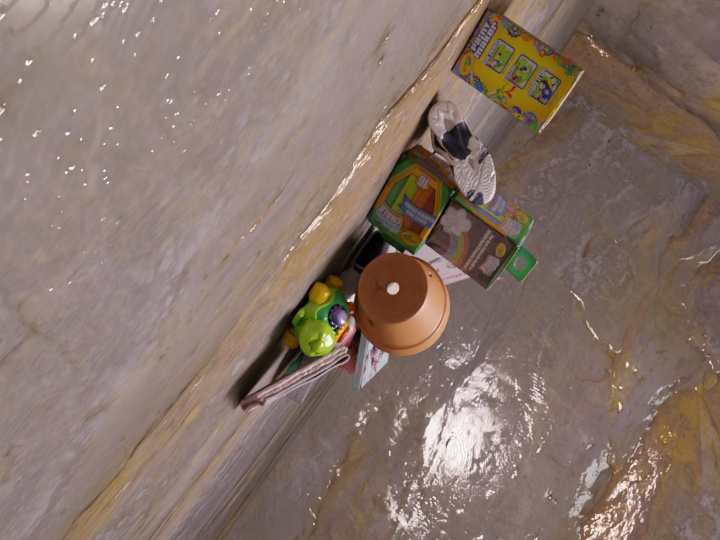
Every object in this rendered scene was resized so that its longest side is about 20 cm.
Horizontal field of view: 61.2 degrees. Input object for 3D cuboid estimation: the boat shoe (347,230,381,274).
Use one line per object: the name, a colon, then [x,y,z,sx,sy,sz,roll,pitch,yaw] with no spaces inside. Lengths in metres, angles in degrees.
boat shoe: [0.000,0.000,1.352,0.203,0.072,0.065,-66,165,-2]

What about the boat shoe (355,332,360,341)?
boat shoe: [-0.048,0.164,1.532,0.198,0.077,0.073,-20,165,42]

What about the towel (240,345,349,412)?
towel: [-0.129,0.212,1.175,0.197,0.033,0.191,-26,176,-25]

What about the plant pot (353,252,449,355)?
plant pot: [0.074,0.054,1.189,0.202,0.198,0.140,-53,161,-7]

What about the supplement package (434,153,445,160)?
supplement package: [0.213,-0.174,1.513,0.112,0.154,0.201,-60,176,-33]

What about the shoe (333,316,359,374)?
shoe: [-0.022,0.172,1.377,0.201,0.090,0.072,121,-7,-55]

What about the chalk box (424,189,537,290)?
chalk box: [0.250,-0.062,1.181,0.124,0.199,0.125,-45,169,-49]

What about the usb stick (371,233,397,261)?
usb stick: [0.055,-0.035,1.315,0.055,0.032,0.204,25,84,-42]

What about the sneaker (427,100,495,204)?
sneaker: [0.188,-0.223,1.147,0.079,0.200,0.130,-35,-172,13]

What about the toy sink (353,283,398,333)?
toy sink: [0.031,0.050,1.494,0.200,0.110,0.133,-36,149,-60]

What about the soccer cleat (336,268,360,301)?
soccer cleat: [-0.058,0.092,1.293,0.202,0.069,0.087,-57,-167,21]

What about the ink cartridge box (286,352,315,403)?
ink cartridge box: [-0.103,0.183,1.403,0.164,0.056,0.202,-71,-177,-51]

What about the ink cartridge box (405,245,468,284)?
ink cartridge box: [0.176,-0.055,1.488,0.143,0.200,0.086,-18,-136,29]

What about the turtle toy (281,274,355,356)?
turtle toy: [-0.075,0.103,1.166,0.147,0.100,0.200,-57,172,18]

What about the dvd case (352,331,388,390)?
dvd case: [0.035,0.173,1.399,0.199,0.022,0.149,-22,124,-67]

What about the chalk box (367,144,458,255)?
chalk box: [0.103,-0.125,1.216,0.202,0.124,0.124,-60,170,28]

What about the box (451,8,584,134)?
box: [0.293,-0.364,1.115,0.123,0.191,0.200,-57,172,27]

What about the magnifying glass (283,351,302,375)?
magnifying glass: [-0.178,0.258,1.508,0.200,0.022,0.080,-50,171,-46]
